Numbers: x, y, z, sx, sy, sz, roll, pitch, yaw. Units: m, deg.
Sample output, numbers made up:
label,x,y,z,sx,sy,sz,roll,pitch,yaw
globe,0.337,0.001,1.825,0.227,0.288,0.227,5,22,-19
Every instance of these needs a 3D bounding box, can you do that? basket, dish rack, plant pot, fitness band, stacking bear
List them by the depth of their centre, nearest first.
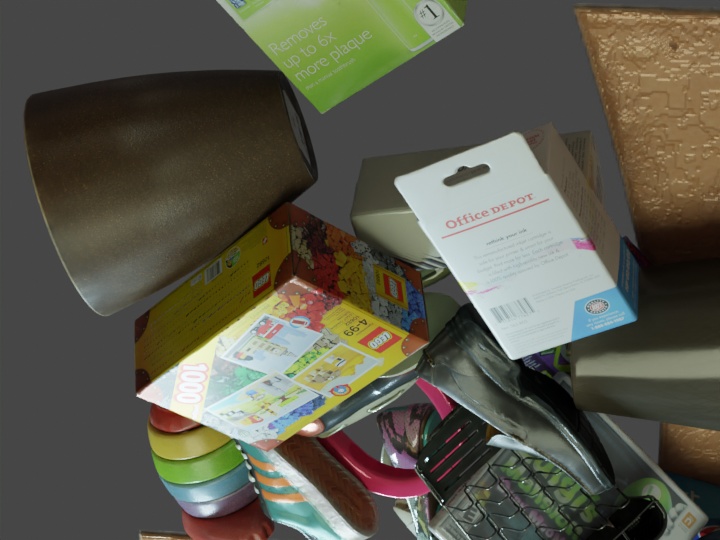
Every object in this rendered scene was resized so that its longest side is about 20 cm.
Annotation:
label,x,y,z,sx,sy,sz,roll,pitch,yaw
plant pot,-0.141,-0.084,1.516,0.198,0.188,0.188,-18,126,6
basket,0.276,0.062,1.546,0.198,0.137,0.182,0,128,14
dish rack,0.149,0.190,1.618,0.153,0.055,0.201,-41,104,-11
fitness band,0.008,0.114,1.693,0.200,0.037,0.144,44,121,-1
stacking bear,-0.145,0.141,1.740,0.113,0.122,0.202,-3,122,29

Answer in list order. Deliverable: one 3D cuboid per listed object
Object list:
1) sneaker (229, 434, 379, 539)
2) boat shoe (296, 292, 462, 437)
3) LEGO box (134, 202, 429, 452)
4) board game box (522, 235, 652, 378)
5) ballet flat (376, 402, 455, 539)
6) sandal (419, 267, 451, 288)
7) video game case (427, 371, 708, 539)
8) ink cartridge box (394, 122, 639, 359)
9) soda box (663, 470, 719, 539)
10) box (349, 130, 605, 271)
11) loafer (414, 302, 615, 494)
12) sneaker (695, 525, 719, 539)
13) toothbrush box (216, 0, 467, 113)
label,x,y,z,sx,sy,sz,roll,pitch,yaw
sneaker,-0.074,0.178,1.694,0.080,0.071,0.200,-34,100,32
boat shoe,0.014,0.085,1.621,0.199,0.072,0.062,-32,140,22
LEGO box,-0.067,0.050,1.535,0.148,0.078,0.199,27,132,-35
board game box,0.188,0.060,1.658,0.199,0.032,0.120,-31,123,30
ballet flat,0.059,0.204,1.787,0.071,0.069,0.201,5,129,31
sandal,0.001,-0.001,1.619,0.199,0.080,0.058,-22,106,19
video game case,0.186,0.223,1.671,0.200,0.023,0.182,44,81,-14
ink cartridge box,0.122,-0.035,1.457,0.114,0.068,0.201,-19,125,25
soda box,0.330,0.246,1.762,0.198,0.068,0.065,15,130,-3
box,0.097,-0.054,1.544,0.198,0.083,0.069,-6,130,17
loafer,0.130,0.118,1.560,0.072,0.073,0.200,-41,100,15
sneaker,0.378,0.213,1.697,0.198,0.083,0.070,-20,147,5
toothbrush box,-0.032,-0.239,1.407,0.145,0.086,0.200,-28,119,29
